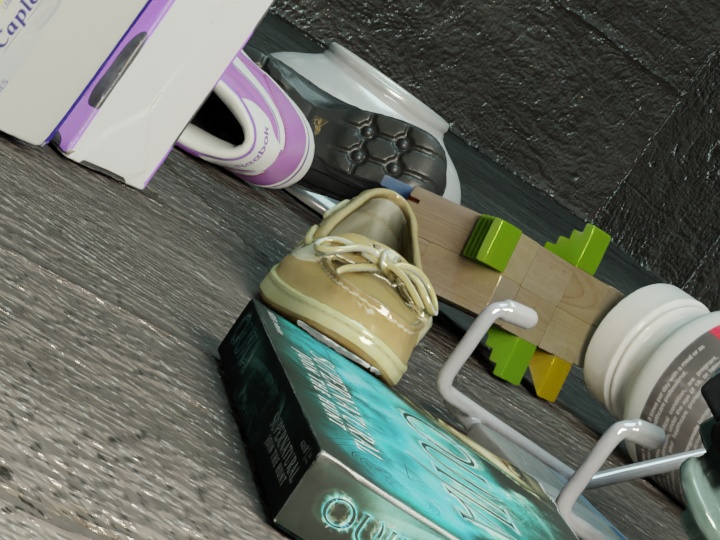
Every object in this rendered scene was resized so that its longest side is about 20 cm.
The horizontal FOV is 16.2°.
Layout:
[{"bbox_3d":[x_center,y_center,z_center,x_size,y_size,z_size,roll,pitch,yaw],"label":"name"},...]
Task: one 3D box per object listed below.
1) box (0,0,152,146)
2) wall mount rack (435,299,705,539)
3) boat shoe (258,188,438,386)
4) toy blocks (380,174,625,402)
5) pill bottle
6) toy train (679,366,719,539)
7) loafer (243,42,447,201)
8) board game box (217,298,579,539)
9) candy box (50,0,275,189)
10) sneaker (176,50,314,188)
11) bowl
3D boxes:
[{"bbox_3d":[-0.167,-0.184,1.077,0.200,0.184,0.105,41,6,37],"label":"box"},{"bbox_3d":[0.126,0.092,1.078,0.174,0.075,0.200,33,7,-34],"label":"wall mount rack"},{"bbox_3d":[0.002,0.001,1.141,0.073,0.063,0.201,35,6,-3],"label":"boat shoe"},{"bbox_3d":[0.058,-0.005,1.452,0.136,0.100,0.200,25,-1,31],"label":"toy blocks"},{"bbox_3d":[0.217,0.091,1.411,0.111,0.111,0.200,29,9,-48],"label":"pill bottle"},{"bbox_3d":[0.192,0.123,0.949,0.200,0.085,0.114,63,17,15],"label":"toy train"},{"bbox_3d":[-0.042,-0.084,1.539,0.200,0.068,0.070,24,-19,8],"label":"loafer"},{"bbox_3d":[0.022,0.076,0.840,0.135,0.028,0.200,33,6,-14],"label":"board game box"},{"bbox_3d":[-0.134,-0.165,1.175,0.200,0.168,0.072,39,7,29],"label":"candy box"},{"bbox_3d":[-0.118,-0.128,1.453,0.200,0.073,0.114,38,9,20],"label":"sneaker"},{"bbox_3d":[-0.005,-0.086,1.662,0.201,0.090,0.201,36,5,-4],"label":"bowl"}]
